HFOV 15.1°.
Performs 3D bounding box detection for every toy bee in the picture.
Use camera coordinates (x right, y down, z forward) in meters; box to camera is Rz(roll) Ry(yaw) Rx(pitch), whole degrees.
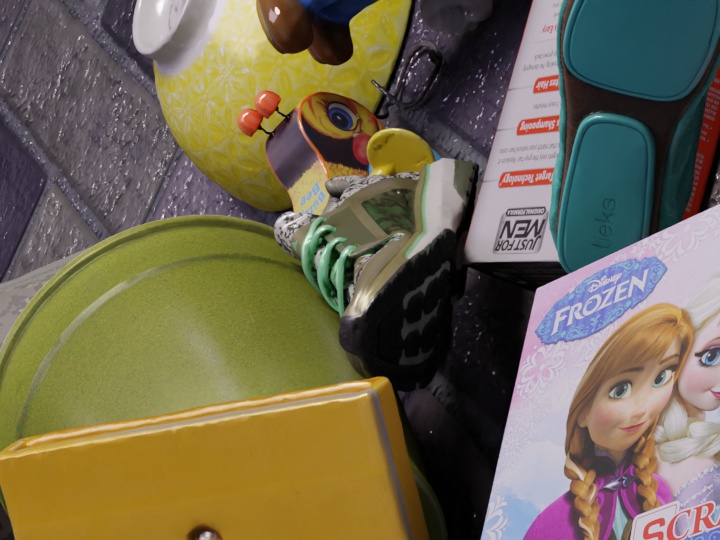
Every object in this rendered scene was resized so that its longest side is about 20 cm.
[{"bbox_3d":[-0.015,-0.043,1.409,0.131,0.109,0.200,-59,29,25],"label":"toy bee"}]

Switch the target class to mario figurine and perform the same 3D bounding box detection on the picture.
[{"bbox_3d":[0.048,-0.157,1.369,0.200,0.106,0.123,-29,22,22],"label":"mario figurine"}]

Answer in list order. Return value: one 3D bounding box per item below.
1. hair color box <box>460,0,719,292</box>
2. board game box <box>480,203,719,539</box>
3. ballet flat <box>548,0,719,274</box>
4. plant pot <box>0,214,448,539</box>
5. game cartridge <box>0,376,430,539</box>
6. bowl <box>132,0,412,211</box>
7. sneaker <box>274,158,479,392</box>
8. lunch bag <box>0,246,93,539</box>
[{"bbox_3d":[0.119,-0.089,1.240,0.102,0.061,0.200,0,72,62],"label":"hair color box"},{"bbox_3d":[0.129,0.061,1.002,0.200,0.041,0.200,-27,37,42],"label":"board game box"},{"bbox_3d":[0.113,-0.084,1.104,0.070,0.067,0.200,-68,-11,-46],"label":"ballet flat"},{"bbox_3d":[-0.054,0.101,1.248,0.200,0.200,0.193,-64,28,11],"label":"plant pot"},{"bbox_3d":[-0.046,0.153,1.121,0.176,0.032,0.200,-10,101,22],"label":"game cartridge"},{"bbox_3d":[-0.066,-0.145,1.572,0.200,0.108,0.200,-41,38,43],"label":"bowl"},{"bbox_3d":[0.000,0.000,1.258,0.200,0.089,0.077,-60,-25,-70],"label":"sneaker"},{"bbox_3d":[-0.137,0.073,1.491,0.164,0.200,0.118,-123,17,-49],"label":"lunch bag"}]
